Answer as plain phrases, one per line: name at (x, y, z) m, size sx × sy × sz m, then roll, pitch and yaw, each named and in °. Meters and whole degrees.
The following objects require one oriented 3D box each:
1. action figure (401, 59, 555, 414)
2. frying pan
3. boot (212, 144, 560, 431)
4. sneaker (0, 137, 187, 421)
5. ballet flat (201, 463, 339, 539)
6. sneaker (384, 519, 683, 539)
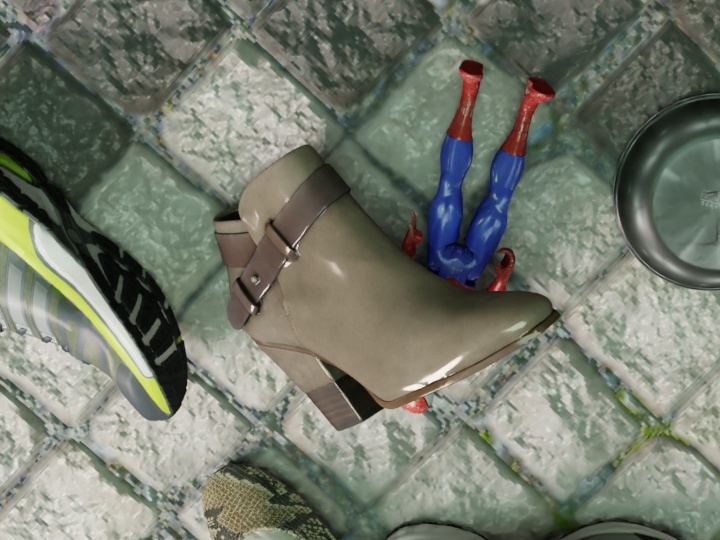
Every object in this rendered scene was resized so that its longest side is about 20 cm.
action figure at (0.054, -0.012, 1.045) m, size 0.065 × 0.052 × 0.201 m, roll 13°, pitch 109°, yaw -5°
frying pan at (0.221, -0.068, 1.031) m, size 0.115 × 0.031 × 0.190 m, roll 38°, pitch 108°, yaw -9°
boot at (0.000, 0.000, 1.000) m, size 0.200 × 0.070 × 0.147 m, roll -28°, pitch 91°, yaw 42°
sneaker at (-0.177, 0.012, 1.057) m, size 0.081 × 0.074 × 0.200 m, roll -42°, pitch 93°, yaw 20°
ballet flat at (-0.025, 0.203, 1.096) m, size 0.068 × 0.075 × 0.200 m, roll -32°, pitch 102°, yaw 15°
sneaker at (0.106, 0.192, 1.085) m, size 0.199 × 0.079 × 0.075 m, roll -1°, pitch 105°, yaw 2°
